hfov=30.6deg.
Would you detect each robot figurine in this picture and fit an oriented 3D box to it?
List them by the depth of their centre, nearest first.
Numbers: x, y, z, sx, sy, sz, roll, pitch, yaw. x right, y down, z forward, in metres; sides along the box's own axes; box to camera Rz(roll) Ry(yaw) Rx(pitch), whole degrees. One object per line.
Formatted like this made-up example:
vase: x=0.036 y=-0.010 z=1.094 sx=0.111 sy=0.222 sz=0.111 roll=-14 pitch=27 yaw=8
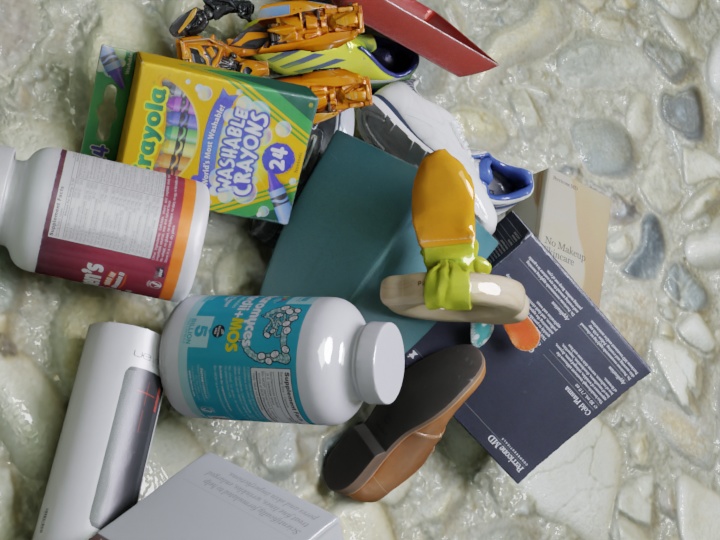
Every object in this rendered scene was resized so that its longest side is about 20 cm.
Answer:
robot figurine: x=-0.092 y=-0.198 z=1.274 sx=0.199 sy=0.058 sz=0.146 roll=-8 pitch=101 yaw=0

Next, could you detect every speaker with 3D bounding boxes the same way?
speaker: x=-0.221 y=0.148 z=1.138 sx=0.081 sy=0.081 sz=0.201 roll=23 pitch=64 yaw=-28

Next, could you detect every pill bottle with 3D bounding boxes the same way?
pill bottle: x=-0.238 y=-0.044 z=1.138 sx=0.199 sy=0.110 sz=0.110 roll=12 pitch=69 yaw=-13
pill bottle: x=-0.066 y=0.077 z=1.144 sx=0.111 sy=0.199 sz=0.111 roll=0 pitch=90 yaw=-67

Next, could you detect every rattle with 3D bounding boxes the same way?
rattle: x=0.103 y=-0.009 z=1.212 sx=0.200 sy=0.130 sz=0.143 roll=12 pitch=59 yaw=-49

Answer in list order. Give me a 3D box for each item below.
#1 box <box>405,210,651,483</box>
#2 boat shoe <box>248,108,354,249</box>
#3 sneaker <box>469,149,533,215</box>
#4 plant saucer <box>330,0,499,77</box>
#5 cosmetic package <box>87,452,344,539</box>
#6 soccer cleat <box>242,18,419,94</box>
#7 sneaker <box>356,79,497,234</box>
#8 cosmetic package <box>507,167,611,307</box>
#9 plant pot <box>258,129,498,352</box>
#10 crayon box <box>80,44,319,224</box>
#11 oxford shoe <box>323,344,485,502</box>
box: x=0.158 y=0.077 z=1.352 sx=0.182 sy=0.104 sz=0.200 roll=-41 pitch=105 yaw=6
boat shoe: x=-0.061 y=-0.114 z=1.325 sx=0.071 sy=0.072 sz=0.201 roll=25 pitch=66 yaw=-32
sneaker: x=0.099 y=-0.112 z=1.428 sx=0.199 sy=0.088 sz=0.076 roll=9 pitch=74 yaw=-31
plant saucer: x=0.028 y=-0.276 z=1.391 sx=0.200 sy=0.200 sz=0.037 roll=25 pitch=106 yaw=-28
cosmetic package: x=-0.110 y=0.294 z=1.079 sx=0.165 sy=0.164 sz=0.201 roll=-34 pitch=128 yaw=-36
soccer cleat: x=-0.028 y=-0.234 z=1.372 sx=0.200 sy=0.084 sz=0.065 roll=10 pitch=67 yaw=-33
sneaker: x=0.083 y=-0.119 z=1.355 sx=0.080 sy=0.076 sz=0.200 roll=-28 pitch=72 yaw=-32
cosmetic package: x=0.217 y=-0.002 z=1.489 sx=0.105 sy=0.071 sz=0.201 roll=21 pitch=66 yaw=-28
plant pot: x=0.000 y=0.000 z=1.266 sx=0.200 sy=0.141 sz=0.141 roll=-55 pitch=140 yaw=-5
crayon box: x=-0.151 y=-0.124 z=1.214 sx=0.199 sy=0.052 sz=0.126 roll=10 pitch=108 yaw=-17
oxford shoe: x=0.055 y=0.151 z=1.290 sx=0.071 sy=0.200 sz=0.071 roll=35 pitch=17 yaw=-37
